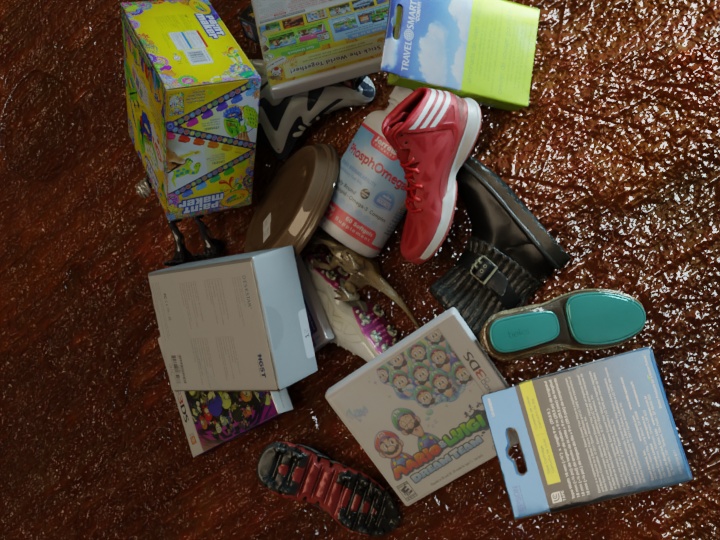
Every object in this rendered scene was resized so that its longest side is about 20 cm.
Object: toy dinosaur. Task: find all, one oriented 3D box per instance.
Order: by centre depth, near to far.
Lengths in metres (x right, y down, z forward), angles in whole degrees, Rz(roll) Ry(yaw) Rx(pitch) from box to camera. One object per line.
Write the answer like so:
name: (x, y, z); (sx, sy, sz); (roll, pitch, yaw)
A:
toy dinosaur: (0.000, 0.000, 0.971); (0.199, 0.101, 0.059); (40, 115, 14)

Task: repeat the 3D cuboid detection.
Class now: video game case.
video game case: (0.084, 0.171, 0.929); (0.198, 0.024, 0.184); (-34, 100, 18)
video game case: (-0.035, -0.316, 0.978); (0.195, 0.023, 0.186); (-15, 60, 0)
video game case: (-0.127, 0.072, 1.040); (0.199, 0.018, 0.146); (-37, 69, 37)
video game case: (-0.193, 0.141, 1.062); (0.198, 0.035, 0.185); (-30, 75, 35)

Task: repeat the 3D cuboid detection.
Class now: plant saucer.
plant saucer: (-0.096, -0.082, 0.998); (0.200, 0.029, 0.203); (-43, 31, 33)

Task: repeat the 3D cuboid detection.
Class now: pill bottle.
pill bottle: (0.028, -0.128, 0.971); (0.108, 0.108, 0.203); (36, 100, 22)

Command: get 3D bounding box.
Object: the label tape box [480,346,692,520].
label tape box: (0.253, 0.184, 0.866); (0.195, 0.063, 0.148); (-18, 79, 17)

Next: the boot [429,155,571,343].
boot: (0.135, -0.032, 0.932); (0.158, 0.079, 0.212); (-44, 71, 15)

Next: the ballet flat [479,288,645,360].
ballet flat: (0.229, 0.062, 0.884); (0.194, 0.065, 0.073); (-5, 83, -6)

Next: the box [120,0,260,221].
box: (-0.225, -0.212, 0.991); (0.202, 0.119, 0.196); (56, 148, 35)

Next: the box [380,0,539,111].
box: (0.115, -0.272, 0.914); (0.195, 0.048, 0.126); (8, 89, -18)

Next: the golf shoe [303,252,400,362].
golf shoe: (-0.021, 0.071, 1.006); (0.092, 0.075, 0.201); (-51, 62, 23)

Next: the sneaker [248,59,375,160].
sneaker: (-0.081, -0.213, 1.051); (0.193, 0.132, 0.081); (-3, 42, -10)

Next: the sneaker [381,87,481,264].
sneaker: (0.058, -0.115, 0.888); (0.078, 0.113, 0.205); (28, 104, 58)

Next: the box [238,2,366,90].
box: (-0.048, -0.338, 1.027); (0.197, 0.038, 0.138); (30, 69, 22)

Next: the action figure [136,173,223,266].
action figure: (-0.250, -0.114, 1.099); (0.116, 0.102, 0.206); (-10, 84, 15)

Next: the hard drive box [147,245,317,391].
hard drive box: (-0.162, 0.064, 0.949); (0.196, 0.076, 0.161); (-6, 98, 38)

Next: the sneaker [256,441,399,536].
sneaker: (-0.040, 0.280, 0.995); (0.196, 0.098, 0.072); (25, 83, 0)
